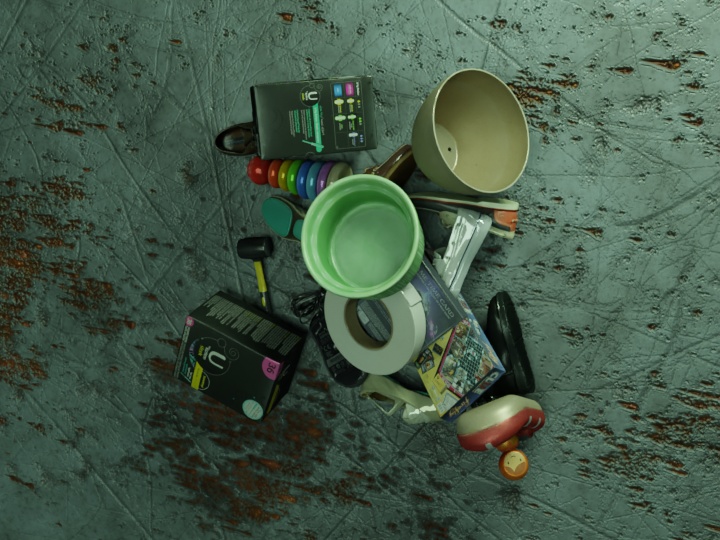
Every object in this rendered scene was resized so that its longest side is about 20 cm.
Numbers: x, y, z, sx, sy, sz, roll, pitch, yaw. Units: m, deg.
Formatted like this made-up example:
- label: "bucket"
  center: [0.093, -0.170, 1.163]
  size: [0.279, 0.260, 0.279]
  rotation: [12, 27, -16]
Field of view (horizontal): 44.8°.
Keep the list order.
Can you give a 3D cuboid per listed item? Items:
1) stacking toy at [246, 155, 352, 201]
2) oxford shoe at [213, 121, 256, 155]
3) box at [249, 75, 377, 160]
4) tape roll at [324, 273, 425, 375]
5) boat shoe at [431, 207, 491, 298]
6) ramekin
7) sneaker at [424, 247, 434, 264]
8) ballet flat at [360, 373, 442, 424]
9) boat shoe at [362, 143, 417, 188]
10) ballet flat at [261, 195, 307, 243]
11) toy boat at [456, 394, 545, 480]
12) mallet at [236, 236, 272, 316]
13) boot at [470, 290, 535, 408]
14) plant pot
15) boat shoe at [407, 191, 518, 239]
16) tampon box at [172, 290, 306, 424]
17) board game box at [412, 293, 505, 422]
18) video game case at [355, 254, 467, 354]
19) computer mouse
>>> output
- label: "stacking toy"
  center: [-0.117, -0.168, 1.588]
  size: [0.198, 0.085, 0.086]
  rotation: [12, 105, 22]
- label: "oxford shoe"
  center: [-0.175, -0.243, 1.583]
  size: [0.198, 0.084, 0.074]
  rotation: [-13, 96, 19]
- label: "box"
  center: [-0.081, -0.260, 1.477]
  size: [0.197, 0.149, 0.126]
  rotation: [-7, 102, -9]
- label: "tape roll"
  center: [0.024, 0.083, 1.526]
  size: [0.201, 0.037, 0.205]
  rotation: [15, 115, 34]
- label: "boat shoe"
  center: [0.153, -0.016, 1.484]
  size: [0.066, 0.074, 0.202]
  rotation: [24, 109, 0]
- label: "ramekin"
  center: [0.011, -0.047, 1.429]
  size: [0.198, 0.098, 0.203]
  rotation: [-3, 79, 17]
- label: "sneaker"
  center: [0.062, -0.037, 1.547]
  size: [0.199, 0.086, 0.081]
  rotation: [29, 107, 11]
- label: "ballet flat"
  center: [0.080, 0.243, 1.591]
  size: [0.199, 0.069, 0.070]
  rotation: [21, 109, 33]
- label: "boat shoe"
  center: [0.022, -0.146, 1.529]
  size: [0.070, 0.070, 0.200]
  rotation: [39, 88, 25]
- label: "ballet flat"
  center: [-0.107, -0.080, 1.597]
  size: [0.199, 0.062, 0.068]
  rotation: [34, 108, 42]
- label: "toy boat"
  center: [0.248, 0.293, 1.491]
  size: [0.130, 0.199, 0.132]
  rotation: [-26, 68, 22]
- label: "mallet"
  center: [-0.179, 0.031, 1.671]
  size: [0.065, 0.041, 0.202]
  rotation: [-11, 102, 23]
- label: "boot"
  center: [0.211, 0.148, 1.551]
  size: [0.161, 0.073, 0.201]
  rotation: [-14, 96, 26]
- label: "plant pot"
  center: [0.159, -0.213, 1.439]
  size: [0.134, 0.199, 0.202]
  rotation: [-14, 99, 56]
- label: "boat shoe"
  center: [0.173, -0.098, 1.509]
  size: [0.198, 0.071, 0.063]
  rotation: [9, 107, 12]
- label: "tampon box"
  center: [-0.229, 0.162, 1.652]
  size: [0.198, 0.126, 0.151]
  rotation: [26, 119, 11]
- label: "board game box"
  center: [0.156, 0.141, 1.516]
  size: [0.136, 0.034, 0.201]
  rotation: [-47, 43, 22]
- label: "video game case"
  center: [0.080, 0.072, 1.516]
  size: [0.143, 0.019, 0.200]
  rotation: [54, 131, 8]
- label: "computer mouse"
  center: [-0.036, 0.120, 1.637]
  size: [0.138, 0.053, 0.202]
  rotation: [-26, 82, 21]
